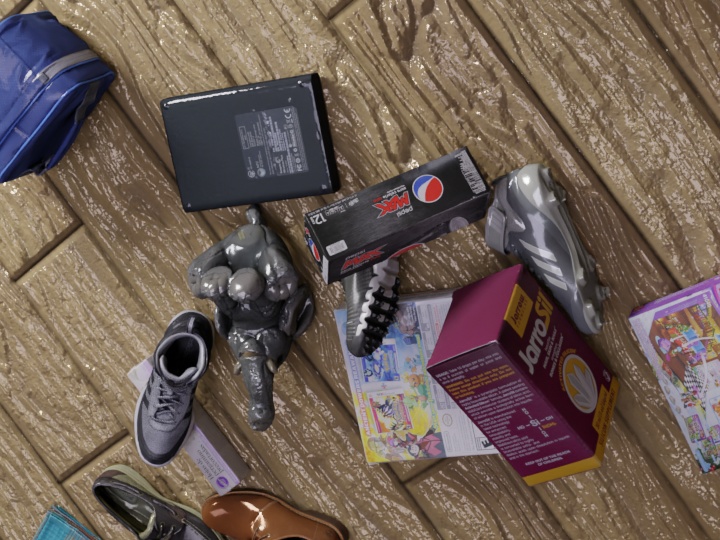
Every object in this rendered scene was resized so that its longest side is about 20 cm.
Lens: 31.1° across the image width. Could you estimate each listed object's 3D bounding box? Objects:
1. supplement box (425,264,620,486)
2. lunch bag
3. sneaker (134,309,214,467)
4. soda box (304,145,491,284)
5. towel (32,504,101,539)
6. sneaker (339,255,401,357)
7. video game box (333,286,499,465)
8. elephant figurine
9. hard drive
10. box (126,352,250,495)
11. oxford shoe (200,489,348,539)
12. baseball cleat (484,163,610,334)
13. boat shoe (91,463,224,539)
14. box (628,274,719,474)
[{"bbox_3d":[0.181,0.115,1.408,0.103,0.131,0.200,-24,118,38],"label":"supplement box"},{"bbox_3d":[-0.399,-0.195,1.547,0.132,0.136,0.200,44,115,2],"label":"lunch bag"},{"bbox_3d":[-0.232,0.145,1.573,0.075,0.114,0.201,16,88,-3],"label":"sneaker"},{"bbox_3d":[0.040,-0.060,1.412,0.199,0.071,0.063,-23,69,-11],"label":"soda box"},{"bbox_3d":[-0.414,0.441,1.809,0.146,0.022,0.200,35,114,7],"label":"towel"},{"bbox_3d":[0.000,0.000,1.487,0.090,0.066,0.201,6,81,29],"label":"sneaker"},{"bbox_3d":[0.077,0.125,1.530,0.182,0.047,0.201,-8,103,18],"label":"video game box"},{"bbox_3d":[-0.122,0.058,1.541,0.141,0.155,0.200,33,149,44],"label":"elephant figurine"},{"bbox_3d":[-0.132,-0.148,1.526,0.199,0.033,0.140,-6,104,20],"label":"hard drive"},{"bbox_3d":[-0.220,0.195,1.656,0.039,0.041,0.200,-37,93,24],"label":"box"},{"bbox_3d":[-0.120,0.331,1.648,0.199,0.071,0.072,10,111,18],"label":"oxford shoe"},{"bbox_3d":[0.203,-0.017,1.440,0.106,0.070,0.201,-19,90,30],"label":"baseball cleat"},{"bbox_3d":[-0.270,0.333,1.701,0.201,0.066,0.072,36,111,5],"label":"boat shoe"},{"bbox_3d":[0.399,0.111,1.417,0.137,0.039,0.201,-23,97,24],"label":"box"}]
